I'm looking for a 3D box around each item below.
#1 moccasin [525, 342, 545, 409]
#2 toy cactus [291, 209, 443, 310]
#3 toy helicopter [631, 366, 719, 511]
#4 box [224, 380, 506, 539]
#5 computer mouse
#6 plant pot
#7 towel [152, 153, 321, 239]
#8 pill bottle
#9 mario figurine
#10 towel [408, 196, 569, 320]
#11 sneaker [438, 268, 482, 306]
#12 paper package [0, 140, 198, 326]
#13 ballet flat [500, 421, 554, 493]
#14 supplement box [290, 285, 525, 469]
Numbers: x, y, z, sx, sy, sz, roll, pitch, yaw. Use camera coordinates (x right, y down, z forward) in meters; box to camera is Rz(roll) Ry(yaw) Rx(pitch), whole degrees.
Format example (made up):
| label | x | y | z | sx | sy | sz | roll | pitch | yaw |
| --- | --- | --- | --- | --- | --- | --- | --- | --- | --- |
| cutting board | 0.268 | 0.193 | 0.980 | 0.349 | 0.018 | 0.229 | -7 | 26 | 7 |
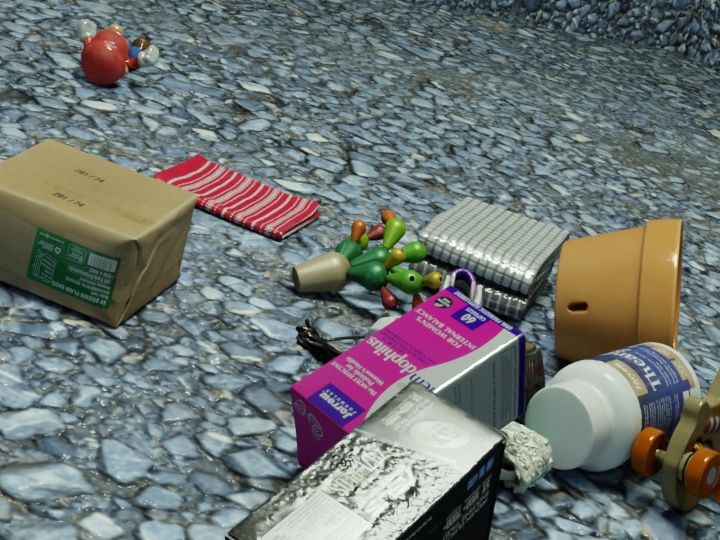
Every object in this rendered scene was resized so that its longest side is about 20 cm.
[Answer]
| label | x | y | z | sx | sy | sz | roll | pitch | yaw |
| --- | --- | --- | --- | --- | --- | --- | --- | --- | --- |
| moccasin | 0.147 | 0.114 | 1.456 | 0.077 | 0.075 | 0.201 | -6 | -2 | 15 |
| toy cactus | 0.000 | 0.000 | 1.677 | 0.163 | 0.104 | 0.200 | -12 | 31 | -16 |
| toy helicopter | 0.357 | 0.148 | 1.418 | 0.078 | 0.202 | 0.132 | 18 | -17 | 39 |
| box | 0.002 | 0.201 | 0.958 | 0.085 | 0.166 | 0.199 | 28 | 42 | 28 |
| computer mouse | 0.041 | 0.075 | 1.407 | 0.197 | 0.110 | 0.044 | -8 | 61 | 12 |
| plant pot | 0.303 | 0.037 | 1.662 | 0.138 | 0.203 | 0.200 | 4 | 18 | 14 |
| towel | -0.163 | -0.099 | 1.869 | 0.198 | 0.023 | 0.144 | 22 | 22 | 14 |
| pill bottle | 0.255 | 0.141 | 1.448 | 0.110 | 0.112 | 0.199 | 31 | 25 | 34 |
| mario figurine | -0.381 | -0.359 | 2.235 | 0.122 | 0.107 | 0.200 | -19 | 13 | 5 |
| towel | 0.164 | -0.016 | 1.823 | 0.164 | 0.087 | 0.200 | 20 | 23 | 14 |
| sneaker | 0.111 | 0.045 | 1.583 | 0.072 | 0.116 | 0.201 | 14 | 19 | 0 |
| paper package | -0.300 | -0.045 | 1.513 | 0.197 | 0.105 | 0.191 | 21 | 22 | 9 |
| ballet flat | 0.089 | 0.154 | 1.365 | 0.198 | 0.073 | 0.072 | 22 | 21 | 19 |
| supplement box | 0.045 | 0.117 | 1.270 | 0.199 | 0.104 | 0.101 | -32 | 46 | -29 |
